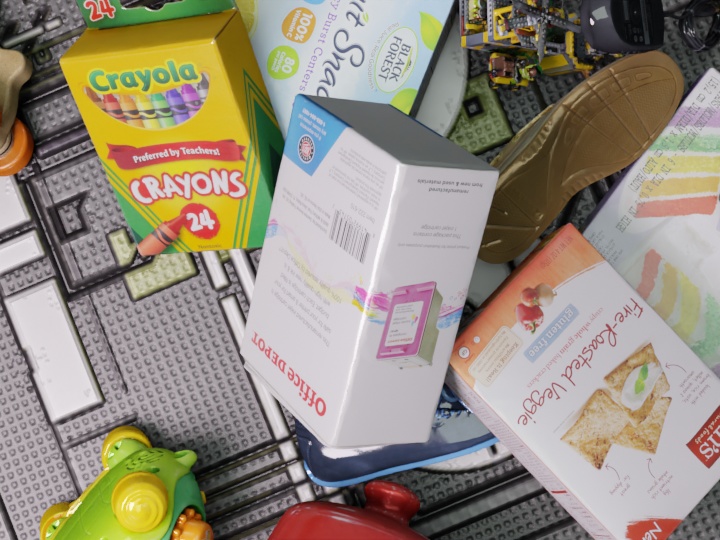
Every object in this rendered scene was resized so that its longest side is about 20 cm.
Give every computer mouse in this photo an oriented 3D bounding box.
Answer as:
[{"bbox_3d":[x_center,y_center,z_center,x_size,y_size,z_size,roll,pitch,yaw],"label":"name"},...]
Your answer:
[{"bbox_3d":[0.208,-0.181,1.033,0.034,0.199,0.059,-5,93,39],"label":"computer mouse"}]

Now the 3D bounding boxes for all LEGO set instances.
[{"bbox_3d":[0.146,-0.232,1.031,0.153,0.115,0.202,11,81,-41],"label":"LEGO set"}]

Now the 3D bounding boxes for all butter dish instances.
[{"bbox_3d":[0.001,0.221,1.036,0.198,0.200,0.149,22,66,2],"label":"butter dish"}]

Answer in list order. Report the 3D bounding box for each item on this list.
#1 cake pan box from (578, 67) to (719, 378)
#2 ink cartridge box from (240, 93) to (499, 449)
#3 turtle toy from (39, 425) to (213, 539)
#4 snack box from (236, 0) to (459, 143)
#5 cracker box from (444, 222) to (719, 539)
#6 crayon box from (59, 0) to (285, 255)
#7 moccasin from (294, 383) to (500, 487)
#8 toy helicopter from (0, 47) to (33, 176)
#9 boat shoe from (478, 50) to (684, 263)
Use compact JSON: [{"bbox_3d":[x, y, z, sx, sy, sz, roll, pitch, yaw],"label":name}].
[{"bbox_3d":[0.271,-0.021,1.079,0.184,0.052,0.200,39,91,1],"label":"cake pan box"},{"bbox_3d":[0.000,0.000,0.988,0.084,0.144,0.202,2,112,-33],"label":"ink cartridge box"},{"bbox_3d":[-0.178,0.214,1.060,0.101,0.146,0.201,38,91,-18],"label":"turtle toy"},{"bbox_3d":[-0.025,-0.175,1.088,0.167,0.068,0.202,23,90,4],"label":"snack box"},{"bbox_3d":[0.163,0.087,1.016,0.200,0.058,0.134,46,77,-1],"label":"cracker box"},{"bbox_3d":[-0.128,-0.107,1.030,0.126,0.051,0.201,-4,124,23],"label":"crayon box"},{"bbox_3d":[0.047,0.100,1.064,0.198,0.081,0.069,-21,110,1],"label":"moccasin"},{"bbox_3d":[-0.311,-0.173,1.111,0.131,0.079,0.202,6,78,12],"label":"toy helicopter"},{"bbox_3d":[0.148,-0.091,1.076,0.200,0.069,0.074,-40,108,4],"label":"boat shoe"}]
